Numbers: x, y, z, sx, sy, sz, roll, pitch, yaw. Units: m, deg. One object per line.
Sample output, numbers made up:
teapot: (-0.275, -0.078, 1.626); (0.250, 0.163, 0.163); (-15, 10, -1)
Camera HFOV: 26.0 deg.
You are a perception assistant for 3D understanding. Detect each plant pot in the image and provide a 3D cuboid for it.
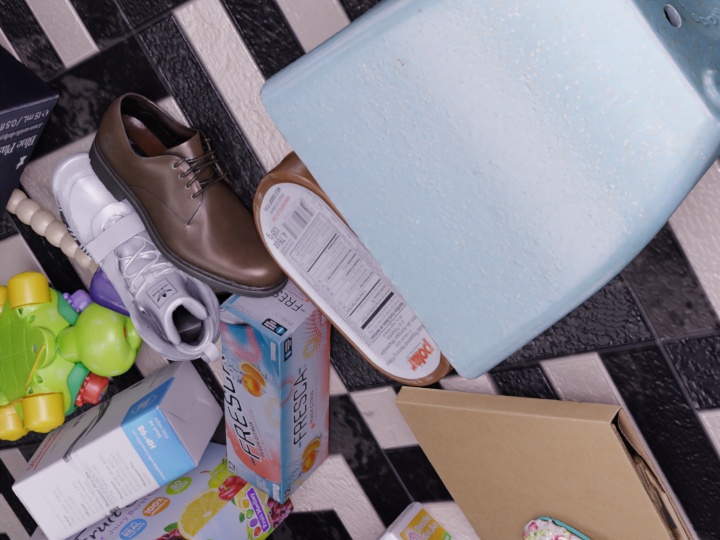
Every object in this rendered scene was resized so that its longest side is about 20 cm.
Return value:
plant pot: (0.109, -0.099, 0.827); (0.199, 0.196, 0.197); (-31, 97, 45)

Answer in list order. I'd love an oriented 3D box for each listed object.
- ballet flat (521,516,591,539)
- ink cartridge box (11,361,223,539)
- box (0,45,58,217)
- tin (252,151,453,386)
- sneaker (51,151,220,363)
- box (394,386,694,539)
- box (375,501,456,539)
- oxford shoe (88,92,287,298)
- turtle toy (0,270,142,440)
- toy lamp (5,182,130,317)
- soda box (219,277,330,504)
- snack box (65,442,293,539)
ballet flat: (0.192, 0.256, 1.121); (0.199, 0.064, 0.076); (35, 148, 5)
ink cartridge box: (-0.229, 0.167, 1.378); (0.199, 0.116, 0.067); (-29, 103, 15)
box: (-0.378, -0.083, 1.279); (0.117, 0.196, 0.201); (39, 119, 11)
tin: (0.000, 0.000, 1.144); (0.200, 0.042, 0.112); (46, 147, 5)
sneaker: (-0.173, -0.008, 1.249); (0.201, 0.075, 0.115); (55, 174, -15)
box: (0.134, 0.152, 1.126); (0.199, 0.021, 0.164); (2, 133, 45)
box: (0.069, 0.301, 1.243); (0.200, 0.101, 0.113); (45, 105, 7)
oxford shoe: (-0.130, -0.058, 1.198); (0.200, 0.073, 0.085); (42, 140, 10)
turtle toy: (-0.275, 0.074, 1.429); (0.199, 0.100, 0.148); (-16, 80, 52)
toy lamp: (-0.257, -0.024, 1.369); (0.199, 0.058, 0.059); (33, 140, 21)
soda box: (-0.068, 0.094, 1.265); (0.063, 0.068, 0.202); (28, 139, 25)
snack box: (-0.187, 0.239, 1.405); (0.167, 0.200, 0.068); (7, 126, 43)
